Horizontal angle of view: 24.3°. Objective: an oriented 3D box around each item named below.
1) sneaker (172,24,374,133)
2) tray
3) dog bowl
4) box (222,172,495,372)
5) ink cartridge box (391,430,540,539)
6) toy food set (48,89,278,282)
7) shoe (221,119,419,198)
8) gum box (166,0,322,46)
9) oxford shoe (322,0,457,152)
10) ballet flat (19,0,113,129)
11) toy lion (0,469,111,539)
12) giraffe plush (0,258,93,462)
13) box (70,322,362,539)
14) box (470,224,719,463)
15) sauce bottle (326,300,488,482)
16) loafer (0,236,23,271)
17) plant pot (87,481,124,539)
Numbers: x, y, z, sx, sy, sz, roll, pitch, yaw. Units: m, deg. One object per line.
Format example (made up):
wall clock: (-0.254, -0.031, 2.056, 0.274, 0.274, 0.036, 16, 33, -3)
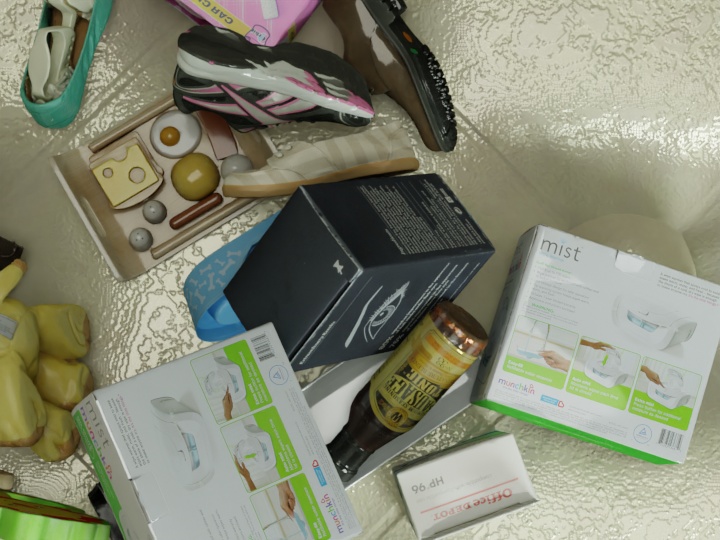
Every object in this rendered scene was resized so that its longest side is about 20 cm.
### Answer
sneaker: (-0.087, -0.170, 1.601, 0.199, 0.080, 0.086, 16, 129, -13)
tray: (0.026, 0.125, 1.645, 0.200, 0.022, 0.108, -33, 86, -3)
dog bowl: (-0.084, -0.007, 1.613, 0.200, 0.112, 0.050, -33, 69, -3)
box: (0.000, 0.000, 1.536, 0.104, 0.200, 0.148, 54, 125, 23)
ink cartridge box: (0.095, 0.198, 1.551, 0.116, 0.200, 0.068, -20, 86, -2)
toy food set: (-0.187, -0.100, 1.640, 0.200, 0.060, 0.144, -31, 87, -4)
shoe: (-0.041, -0.105, 1.605, 0.199, 0.070, 0.054, -11, 93, -22)
gum box: (-0.139, -0.302, 1.652, 0.200, 0.066, 0.114, 37, 85, 2)
oxford shoe: (0.029, -0.198, 1.656, 0.084, 0.073, 0.200, -30, 89, 21)
ballet flat: (-0.288, -0.240, 1.642, 0.067, 0.070, 0.201, 10, 85, 14)
toy lion: (-0.313, 0.225, 1.529, 0.191, 0.200, 0.069, 10, 84, 14)
giraffe plush: (-0.369, 0.092, 1.584, 0.162, 0.200, 0.173, -8, 53, 22)
box: (-0.124, 0.172, 1.430, 0.176, 0.097, 0.200, -22, 84, -26)
box: (0.228, 0.072, 1.596, 0.199, 0.097, 0.177, 17, 81, -4)
sauce bottle: (0.037, 0.119, 1.582, 0.066, 0.066, 0.200, 39, 107, 2)
loafer: (-0.409, -0.060, 1.635, 0.200, 0.073, 0.071, 45, 81, -6)
plant pot: (-0.127, 0.247, 1.558, 0.177, 0.200, 0.200, -30, 87, -16)
